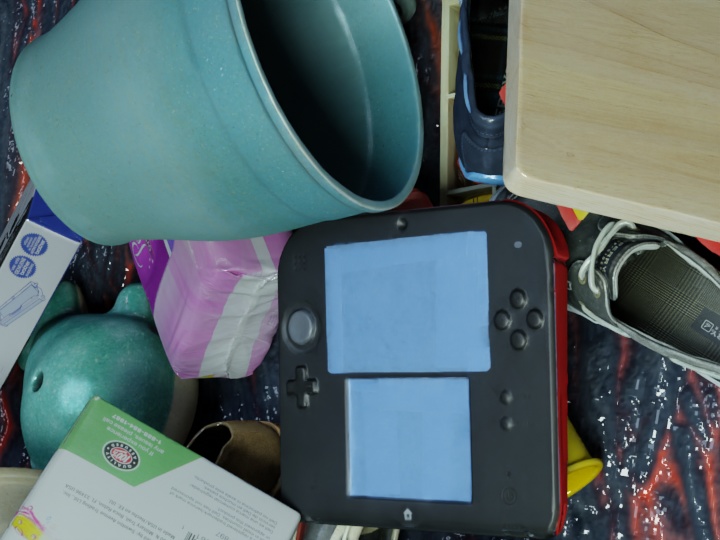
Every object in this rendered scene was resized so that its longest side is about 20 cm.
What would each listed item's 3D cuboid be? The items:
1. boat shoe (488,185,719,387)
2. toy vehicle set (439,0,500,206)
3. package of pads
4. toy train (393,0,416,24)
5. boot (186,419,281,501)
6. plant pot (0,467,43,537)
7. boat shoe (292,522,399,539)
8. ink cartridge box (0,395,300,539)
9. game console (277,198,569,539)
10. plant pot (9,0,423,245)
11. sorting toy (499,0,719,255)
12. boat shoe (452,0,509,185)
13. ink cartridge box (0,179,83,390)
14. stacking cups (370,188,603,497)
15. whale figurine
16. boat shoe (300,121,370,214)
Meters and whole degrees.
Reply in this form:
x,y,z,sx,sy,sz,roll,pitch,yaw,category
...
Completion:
x,y,z,sx,sy,sz,roll,pitch,yaw,category
0.149,-0.001,0.856,0.199,0.071,0.072,30,87,25,boat shoe
0.107,-0.084,0.969,0.123,0.026,0.202,-11,70,35,toy vehicle set
-0.110,-0.038,1.073,0.121,0.075,0.201,-61,43,43,package of pads
-0.012,-0.207,1.021,0.199,0.113,0.086,-28,49,47,toy train
-0.121,0.179,1.038,0.074,0.075,0.201,40,103,36,boot
-0.222,0.255,0.964,0.200,0.200,0.184,-43,47,20,plant pot
-0.014,0.211,0.949,0.062,0.071,0.202,-3,71,34,boat shoe
-0.141,0.194,0.883,0.088,0.145,0.201,-57,5,44,ink cartridge box
0.030,0.055,0.889,0.199,0.031,0.179,-4,81,41,game console
-0.092,-0.103,0.923,0.187,0.200,0.202,-19,65,26,plant pot
0.163,-0.098,0.833,0.070,0.198,0.200,126,153,-59,sorting toy
0.095,-0.146,0.911,0.083,0.069,0.202,-1,60,6,boat shoe
-0.252,0.019,1.139,0.201,0.044,0.094,-56,19,30,ink cartridge box
0.069,0.040,0.921,0.060,0.060,0.201,-36,65,24,stacking cups
-0.198,0.073,1.110,0.200,0.103,0.160,41,103,46,whale figurine
0.000,0.000,1.002,0.068,0.075,0.202,-7,78,3,boat shoe
